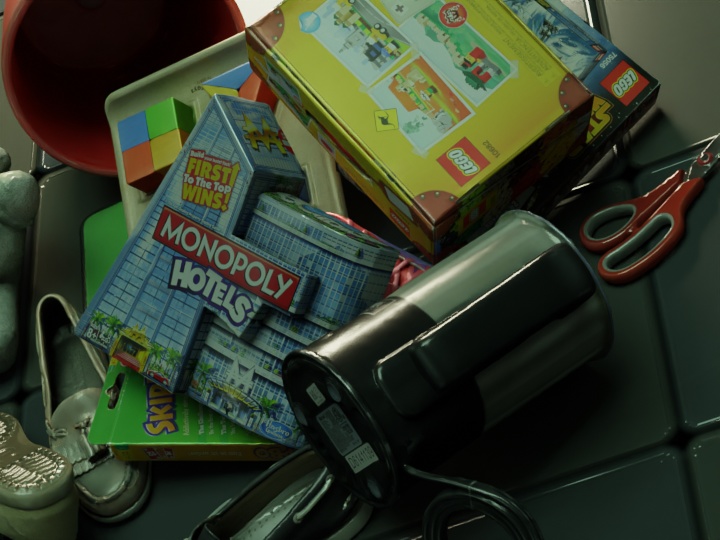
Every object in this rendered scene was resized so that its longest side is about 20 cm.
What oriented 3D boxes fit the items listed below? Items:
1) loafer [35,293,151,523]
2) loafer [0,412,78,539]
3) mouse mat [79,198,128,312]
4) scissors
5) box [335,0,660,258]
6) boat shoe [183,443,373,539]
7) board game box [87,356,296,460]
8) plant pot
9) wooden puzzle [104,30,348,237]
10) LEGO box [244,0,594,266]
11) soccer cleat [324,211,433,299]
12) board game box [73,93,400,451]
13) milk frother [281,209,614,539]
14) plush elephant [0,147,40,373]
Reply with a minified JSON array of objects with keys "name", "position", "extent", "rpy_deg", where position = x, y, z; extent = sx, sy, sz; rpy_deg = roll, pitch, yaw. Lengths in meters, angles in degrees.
[{"name":"loafer","position":[-0.205,0.098,1.687],"extent":[0.072,0.063,0.200],"rpy_deg":[-26,43,3]},{"name":"loafer","position":[-0.260,0.156,1.667],"extent":[0.076,0.068,0.200],"rpy_deg":[-19,19,-24]},{"name":"mouse mat","position":[-0.130,-0.026,1.806],"extent":[0.200,0.008,0.161],"rpy_deg":[-22,42,12]},{"name":"scissors","position":[0.237,-0.064,1.603],"extent":[0.200,0.014,0.073],"rpy_deg":[-37,38,-5]},{"name":"box","position":[0.098,-0.103,1.657],"extent":[0.137,0.040,0.200],"rpy_deg":[42,77,14]},{"name":"boat shoe","position":[-0.085,0.187,1.529],"extent":[0.200,0.060,0.074],"rpy_deg":[-33,41,0]},{"name":"board game box","position":[-0.088,0.090,1.625],"extent":[0.200,0.030,0.096],"rpy_deg":[0,50,15]},{"name":"plant pot","position":[-0.207,-0.199,1.894],"extent":[0.200,0.200,0.177],"rpy_deg":[-33,31,0]},{"name":"wooden puzzle","position":[-0.106,-0.073,1.726],"extent":[0.185,0.046,0.200],"rpy_deg":[-22,70,23]},{"name":"LEGO box","position":[0.041,-0.130,1.605],"extent":[0.149,0.077,0.200],"rpy_deg":[-39,74,-11]},{"name":"soccer cleat","position":[0.000,0.000,1.615],"extent":[0.200,0.073,0.068],"rpy_deg":[16,43,21]},{"name":"board game box","position":[-0.079,-0.007,1.575],"extent":[0.200,0.062,0.200],"rpy_deg":[27,102,34]},{"name":"milk frother","position":[0.088,0.092,1.471],"extent":[0.188,0.200,0.180],"rpy_deg":[-33,14,-22]},{"name":"plush elephant","position":[-0.343,-0.035,1.826],"extent":[0.155,0.165,0.200],"rpy_deg":[7,23,-14]}]
